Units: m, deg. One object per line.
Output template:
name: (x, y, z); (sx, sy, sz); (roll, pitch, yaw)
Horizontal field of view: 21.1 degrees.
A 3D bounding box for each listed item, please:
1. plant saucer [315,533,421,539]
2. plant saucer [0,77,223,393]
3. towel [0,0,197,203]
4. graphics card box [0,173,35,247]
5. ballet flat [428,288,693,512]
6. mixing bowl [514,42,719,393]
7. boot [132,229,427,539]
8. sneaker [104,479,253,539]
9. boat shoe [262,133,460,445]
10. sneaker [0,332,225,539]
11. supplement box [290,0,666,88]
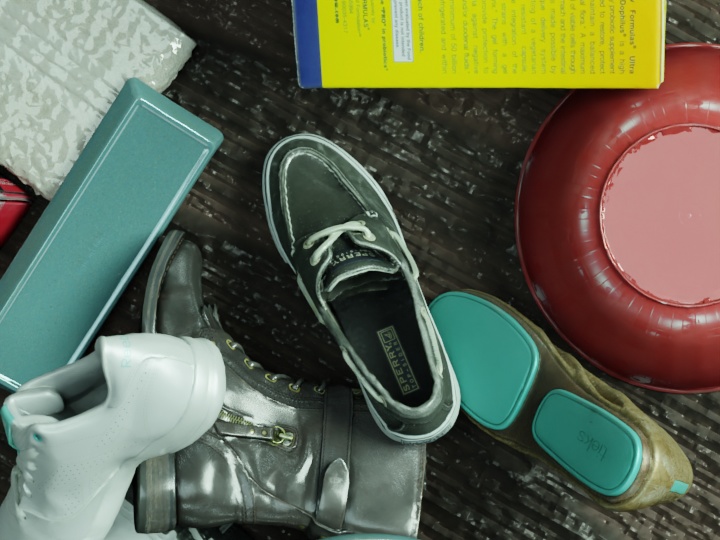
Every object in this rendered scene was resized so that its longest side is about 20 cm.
plant saucer: (-0.007, 0.219, 1.080); (0.198, 0.028, 0.202); (-5, 125, -7)
plant saucer: (-0.159, -0.012, 1.137); (0.070, 0.019, 0.201); (31, 95, -25)
towel: (-0.211, -0.138, 1.153); (0.199, 0.034, 0.133); (36, 97, 6)
graphics card box: (-0.297, -0.082, 1.121); (0.199, 0.125, 0.051); (37, 96, 6)
ballet flat: (0.112, 0.074, 1.071); (0.200, 0.072, 0.068); (34, 100, 47)
mixing bowl: (0.179, -0.028, 1.053); (0.198, 0.108, 0.202); (0, 92, 9)
boot: (-0.043, 0.075, 1.110); (0.172, 0.069, 0.202); (3, 65, -9)
sneaker: (-0.122, 0.167, 1.132); (0.200, 0.074, 0.080); (45, 111, 10)
boat shoe: (0.000, 0.000, 1.083); (0.070, 0.064, 0.201); (-28, 69, -3)
sneaker: (-0.161, 0.094, 1.031); (0.200, 0.088, 0.076); (-47, 46, 30)
supplement box: (0.067, -0.168, 1.053); (0.198, 0.109, 0.111); (1, 116, 9)
